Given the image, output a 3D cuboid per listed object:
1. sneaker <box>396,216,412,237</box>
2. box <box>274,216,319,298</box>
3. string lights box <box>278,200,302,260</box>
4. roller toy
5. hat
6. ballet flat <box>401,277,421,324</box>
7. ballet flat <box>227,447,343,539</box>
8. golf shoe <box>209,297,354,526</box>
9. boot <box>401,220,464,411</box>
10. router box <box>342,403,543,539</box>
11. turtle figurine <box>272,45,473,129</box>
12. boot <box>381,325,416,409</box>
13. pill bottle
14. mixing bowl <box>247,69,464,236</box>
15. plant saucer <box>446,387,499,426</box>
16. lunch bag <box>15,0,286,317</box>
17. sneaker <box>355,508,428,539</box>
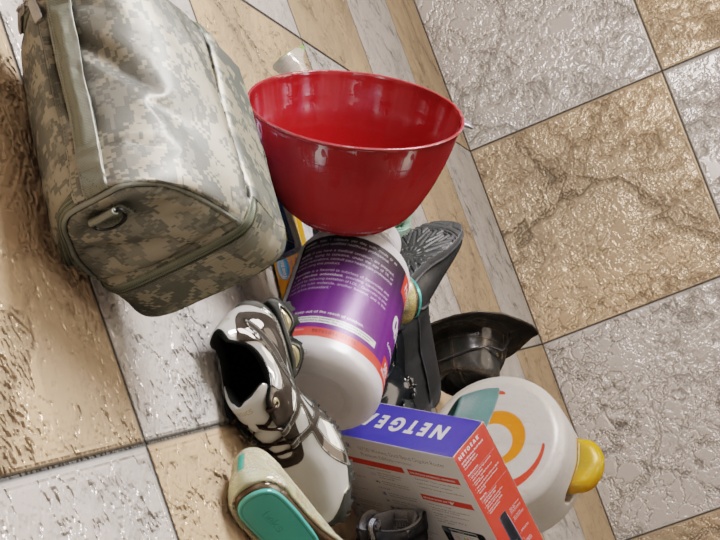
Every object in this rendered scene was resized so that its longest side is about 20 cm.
[{"bbox_3d":[0.037,-0.018,1.695,0.201,0.073,0.119,108,-29,-66],"label":"sneaker"},{"bbox_3d":[-0.044,0.010,1.512,0.200,0.041,0.120,51,22,-62],"label":"box"},{"bbox_3d":[-0.121,-0.065,1.254,0.200,0.059,0.104,19,51,-74],"label":"string lights box"},{"bbox_3d":[0.189,0.238,1.779,0.183,0.199,0.140,55,2,36],"label":"roller toy"},{"bbox_3d":[0.147,0.122,1.834,0.201,0.199,0.082,44,35,-62],"label":"hat"},{"bbox_3d":[0.000,0.000,1.456,0.071,0.070,0.200,61,-7,-29],"label":"ballet flat"},{"bbox_3d":[-0.042,0.216,1.119,0.201,0.067,0.063,61,4,-32],"label":"ballet flat"},{"bbox_3d":[-0.073,0.125,1.153,0.094,0.077,0.202,-21,88,-60],"label":"golf shoe"},{"bbox_3d":[0.073,0.065,1.619,0.165,0.065,0.201,-40,131,-35],"label":"boot"},{"bbox_3d":[0.064,0.210,1.309,0.049,0.199,0.180,-44,121,-31],"label":"router box"},{"bbox_3d":[-0.024,-0.146,1.535,0.194,0.200,0.144,50,-27,2],"label":"turtle figurine"},{"bbox_3d":[0.009,0.138,1.429,0.200,0.076,0.170,-17,94,-66],"label":"boot"},{"bbox_3d":[-0.018,0.040,1.289,0.113,0.112,0.201,59,33,-36],"label":"pill bottle"},{"bbox_3d":[-0.011,-0.100,1.287,0.201,0.198,0.109,-84,-178,-64],"label":"mixing bowl"},{"bbox_3d":[0.089,0.208,1.515,0.036,0.201,0.200,28,14,2],"label":"plant saucer"},{"bbox_3d":[-0.155,-0.092,0.962,0.168,0.138,0.201,48,23,-60],"label":"lunch bag"},{"bbox_3d":[0.045,0.279,1.295,0.200,0.075,0.115,33,57,-64],"label":"sneaker"}]
